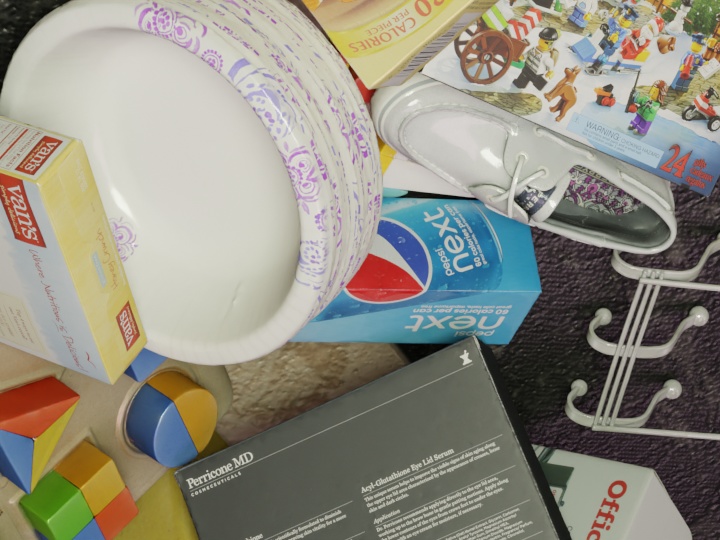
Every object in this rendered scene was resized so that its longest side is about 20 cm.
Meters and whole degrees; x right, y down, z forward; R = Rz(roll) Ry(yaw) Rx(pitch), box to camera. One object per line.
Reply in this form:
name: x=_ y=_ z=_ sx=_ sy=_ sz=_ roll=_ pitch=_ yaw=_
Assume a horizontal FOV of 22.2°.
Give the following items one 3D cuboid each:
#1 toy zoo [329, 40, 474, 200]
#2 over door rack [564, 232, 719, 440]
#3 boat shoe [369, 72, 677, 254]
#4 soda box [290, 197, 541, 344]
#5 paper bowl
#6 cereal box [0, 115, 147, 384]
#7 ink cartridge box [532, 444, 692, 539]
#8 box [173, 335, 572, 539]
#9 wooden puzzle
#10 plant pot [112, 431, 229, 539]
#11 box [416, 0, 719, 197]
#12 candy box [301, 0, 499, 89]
toy zoo: x=0.044 y=-0.111 z=1.023 sx=0.130 sy=0.021 sz=0.201 roll=15 pitch=127 yaw=-27
over door rack: x=0.245 y=0.054 z=1.187 sx=0.198 sy=0.067 sz=0.149 roll=13 pitch=132 yaw=2
boat shoe: x=0.096 y=-0.056 z=1.026 sx=0.199 sy=0.069 sz=0.072 roll=23 pitch=124 yaw=-32
soda box: x=0.000 y=0.000 z=1.076 sx=0.198 sy=0.065 sz=0.068 roll=1 pitch=151 yaw=-16
paper bowl: x=-0.079 y=-0.061 z=0.942 sx=0.199 sy=0.104 sz=0.202 roll=16 pitch=125 yaw=24
cereal box: x=-0.211 y=-0.028 z=0.941 sx=0.199 sy=0.040 sz=0.145 roll=18 pitch=141 yaw=26
ink cartridge box: x=0.090 y=0.188 z=1.165 sx=0.199 sy=0.147 sz=0.083 roll=8 pitch=147 yaw=35
box: x=0.010 y=0.145 z=1.088 sx=0.199 sy=0.142 sz=0.079 roll=-24 pitch=170 yaw=8
wooden puzzle: x=-0.150 y=0.081 z=1.054 sx=0.200 sy=0.046 sz=0.186 roll=-48 pitch=142 yaw=-27
plant pot: x=-0.137 y=0.244 z=1.186 sx=0.194 sy=0.201 sz=0.194 roll=-28 pitch=133 yaw=11
box: x=0.133 y=-0.136 z=0.973 sx=0.199 sy=0.038 sz=0.138 roll=19 pitch=103 yaw=-28
candy box: x=0.049 y=-0.194 z=0.876 sx=0.200 sy=0.116 sz=0.055 roll=-39 pitch=175 yaw=19
